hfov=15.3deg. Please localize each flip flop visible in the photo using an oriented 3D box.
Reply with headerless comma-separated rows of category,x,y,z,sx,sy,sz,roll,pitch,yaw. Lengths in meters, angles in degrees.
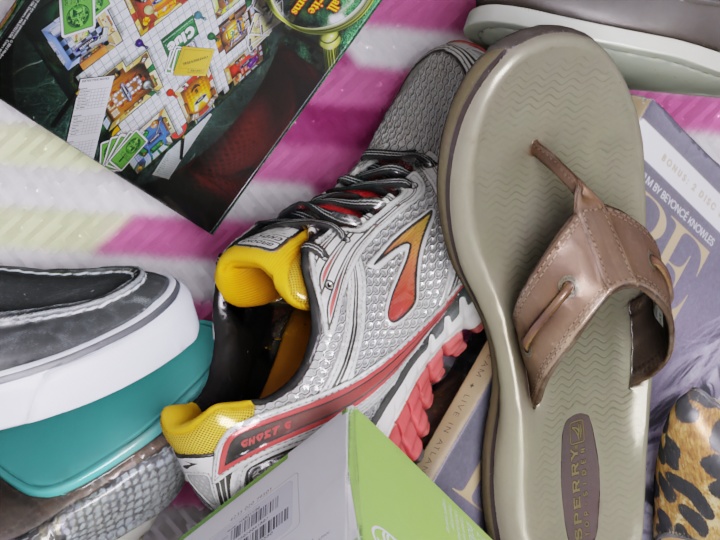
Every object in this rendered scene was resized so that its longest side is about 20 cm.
flip flop,0.073,0.019,0.877,0.081,0.058,0.201,-11,103,-32

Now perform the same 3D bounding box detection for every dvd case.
dvd case,0.093,0.061,0.947,0.149,0.016,0.200,40,75,-36

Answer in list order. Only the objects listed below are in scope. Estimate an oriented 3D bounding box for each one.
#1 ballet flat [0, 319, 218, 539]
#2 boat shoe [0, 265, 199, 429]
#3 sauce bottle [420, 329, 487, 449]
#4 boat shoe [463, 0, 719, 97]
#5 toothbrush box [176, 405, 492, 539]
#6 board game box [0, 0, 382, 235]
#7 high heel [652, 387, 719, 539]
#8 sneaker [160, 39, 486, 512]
ballet flat,-0.119,0.091,0.924,0.200,0.072,0.072,-32,98,-17
boat shoe,-0.156,0.017,0.906,0.199,0.074,0.068,-10,108,-3
sauce bottle,0.024,0.094,0.951,0.066,0.066,0.200,31,86,-11
boat shoe,0.133,-0.093,0.969,0.201,0.072,0.061,9,86,-19
toothbrush box,0.010,0.167,0.862,0.146,0.086,0.200,-39,111,16
board game box,-0.037,-0.119,0.915,0.105,0.023,0.200,34,106,-12
high heel,0.112,0.147,0.925,0.143,0.071,0.200,-45,131,-24
sneaker,0.000,0.000,0.908,0.082,0.078,0.200,43,58,-30
